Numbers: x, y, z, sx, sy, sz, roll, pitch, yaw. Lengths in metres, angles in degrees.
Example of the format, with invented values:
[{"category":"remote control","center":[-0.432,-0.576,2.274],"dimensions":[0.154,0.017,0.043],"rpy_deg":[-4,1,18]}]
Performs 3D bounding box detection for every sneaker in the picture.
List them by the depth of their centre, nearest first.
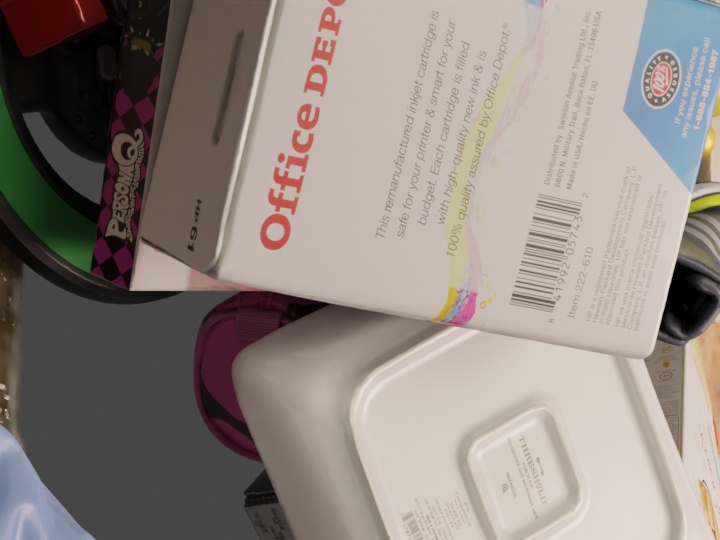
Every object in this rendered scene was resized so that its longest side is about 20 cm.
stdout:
[{"category":"sneaker","center":[0.157,0.003,1.182],"dimensions":[0.199,0.074,0.081],"rpy_deg":[4,38,-45]}]

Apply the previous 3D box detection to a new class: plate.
[{"category":"plate","center":[0.062,0.088,1.019],"dimensions":[0.199,0.032,0.201],"rpy_deg":[-27,101,-30]}]

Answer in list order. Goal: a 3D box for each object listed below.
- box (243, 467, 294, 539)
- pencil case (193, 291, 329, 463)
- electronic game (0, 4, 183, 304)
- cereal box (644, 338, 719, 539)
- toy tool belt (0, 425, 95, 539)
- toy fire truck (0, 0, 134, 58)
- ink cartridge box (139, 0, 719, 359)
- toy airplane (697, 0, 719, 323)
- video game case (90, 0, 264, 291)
[{"category":"box","center":[0.047,0.136,1.161],"dimensions":[0.193,0.047,0.201],"rpy_deg":[-47,118,-47]},{"category":"pencil case","center":[0.000,0.000,1.100],"dimensions":[0.200,0.090,0.094],"rpy_deg":[-51,156,-45]},{"category":"electronic game","center":[-0.107,-0.086,1.022],"dimensions":[0.199,0.041,0.201],"rpy_deg":[13,73,-49]},{"category":"cereal box","center":[0.161,0.130,1.207],"dimensions":[0.200,0.039,0.145],"rpy_deg":[-77,156,-57]},{"category":"toy tool belt","center":[-0.148,0.103,0.867],"dimensions":[0.200,0.122,0.125],"rpy_deg":[52,46,-29]},{"category":"toy fire truck","center":[-0.118,-0.164,0.969],"dimensions":[0.200,0.049,0.142],"rpy_deg":[-29,98,-45]},{"category":"ink cartridge box","center":[0.029,-0.057,0.927],"dimensions":[0.199,0.085,0.146],"rpy_deg":[11,96,-29]},{"category":"toy airplane","center":[0.194,-0.099,1.312],"dimensions":[0.199,0.141,0.201],"rpy_deg":[-47,118,-45]},{"category":"video game case","center":[-0.010,-0.082,0.989],"dimensions":[0.199,0.036,0.183],"rpy_deg":[1,103,-40]}]
